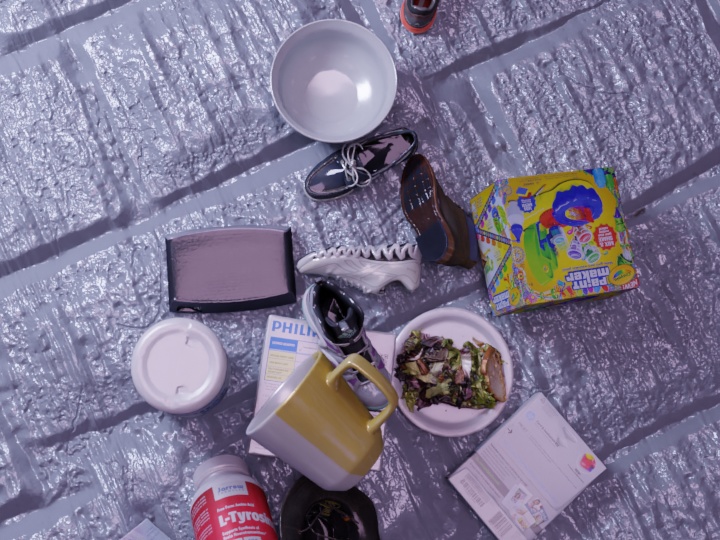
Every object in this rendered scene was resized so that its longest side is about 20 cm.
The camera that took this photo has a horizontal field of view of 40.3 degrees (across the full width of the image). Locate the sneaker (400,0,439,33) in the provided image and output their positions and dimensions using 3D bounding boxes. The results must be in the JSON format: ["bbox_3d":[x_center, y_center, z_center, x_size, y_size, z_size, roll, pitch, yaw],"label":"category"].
[{"bbox_3d":[0.115,-0.494,1.610,0.076,0.082,0.202,9,80,-4],"label":"sneaker"}]

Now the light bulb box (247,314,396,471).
[{"bbox_3d":[-0.056,0.186,1.456,0.196,0.125,0.202,9,78,-3],"label":"light bulb box"}]

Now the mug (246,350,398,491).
[{"bbox_3d":[-0.044,0.210,1.307,0.153,0.186,0.150,44,63,-5],"label":"mug"}]

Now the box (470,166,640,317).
[{"bbox_3d":[0.297,-0.043,1.516,0.198,0.122,0.195,-8,82,-17],"label":"box"}]

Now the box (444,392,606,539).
[{"bbox_3d":[0.253,0.311,1.506,0.200,0.041,0.156,-41,86,-9],"label":"box"}]

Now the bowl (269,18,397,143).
[{"bbox_3d":[-0.044,-0.286,1.556,0.199,0.090,0.203,1,79,-5],"label":"bowl"}]

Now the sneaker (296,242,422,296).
[{"bbox_3d":[0.000,0.000,1.524,0.198,0.075,0.082,-2,89,-5],"label":"sneaker"}]

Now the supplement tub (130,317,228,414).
[{"bbox_3d":[-0.253,0.143,1.407,0.130,0.200,0.133,1,80,-4],"label":"supplement tub"}]

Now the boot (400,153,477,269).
[{"bbox_3d":[0.125,-0.088,1.559,0.097,0.074,0.202,21,48,-44],"label":"boot"}]

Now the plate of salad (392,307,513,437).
[{"bbox_3d":[0.142,0.156,1.519,0.198,0.048,0.202,1,81,-5],"label":"plate of salad"}]

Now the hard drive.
[{"bbox_3d":[-0.201,-0.005,1.517,0.198,0.042,0.136,-4,80,-6],"label":"hard drive"}]

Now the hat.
[{"bbox_3d":[-0.058,0.400,1.428,0.199,0.081,0.202,24,49,-30],"label":"hat"}]

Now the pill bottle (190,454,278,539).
[{"bbox_3d":[-0.178,0.362,1.380,0.111,0.113,0.201,-17,41,-8],"label":"pill bottle"}]

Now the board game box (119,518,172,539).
[{"bbox_3d":[-0.251,0.436,1.357,0.199,0.200,0.043,40,85,3],"label":"board game box"}]

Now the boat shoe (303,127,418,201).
[{"bbox_3d":[0.001,-0.169,1.551,0.198,0.062,0.076,-21,89,-3],"label":"boat shoe"}]

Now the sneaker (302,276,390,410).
[{"bbox_3d":[-0.016,0.099,1.340,0.077,0.140,0.201,-33,83,-12],"label":"sneaker"}]
